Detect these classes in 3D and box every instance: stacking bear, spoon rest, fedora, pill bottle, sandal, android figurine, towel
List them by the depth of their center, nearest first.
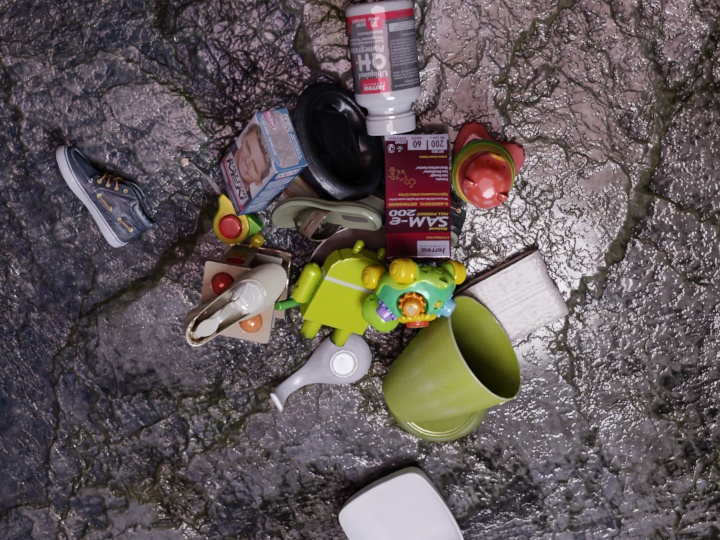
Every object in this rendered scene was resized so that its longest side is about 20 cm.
[{"bbox_3d":[0.196,-0.153,1.307,0.120,0.200,0.115,28,108,-3],"label":"stacking bear"},{"bbox_3d":[0.039,-0.323,1.321,0.109,0.111,0.203,-5,106,8],"label":"pill bottle"},{"bbox_3d":[-0.062,-0.078,1.337,0.198,0.080,0.058,5,70,28],"label":"sandal"},{"bbox_3d":[-0.053,-0.201,1.363,0.091,0.201,0.202,-24,106,47],"label":"fedora"},{"bbox_3d":[-0.023,0.038,1.406,0.180,0.041,0.202,16,118,-25],"label":"android figurine"},{"bbox_3d":[0.252,0.063,1.453,0.198,0.035,0.134,-28,103,14],"label":"towel"},{"bbox_3d":[-0.073,0.184,1.521,0.198,0.061,0.100,-29,103,0],"label":"spoon rest"}]

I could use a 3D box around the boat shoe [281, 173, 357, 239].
[{"bbox_3d":[-0.077,-0.121,1.422,0.066,0.074,0.200,-32,109,38],"label":"boat shoe"}]

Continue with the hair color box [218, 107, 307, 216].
[{"bbox_3d":[-0.162,-0.172,1.340,0.060,0.200,0.101,-17,82,-30],"label":"hair color box"}]

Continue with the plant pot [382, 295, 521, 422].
[{"bbox_3d":[0.137,0.173,1.405,0.199,0.187,0.188,-35,100,31],"label":"plant pot"}]

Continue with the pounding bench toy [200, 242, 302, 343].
[{"bbox_3d":[-0.163,0.043,1.430,0.196,0.156,0.126,11,108,3],"label":"pounding bench toy"}]

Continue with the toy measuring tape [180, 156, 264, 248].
[{"bbox_3d":[-0.249,-0.107,1.442,0.200,0.074,0.074,43,106,-7],"label":"toy measuring tape"}]

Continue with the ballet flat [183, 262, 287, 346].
[{"bbox_3d":[-0.203,0.059,1.322,0.199,0.070,0.070,-34,100,15],"label":"ballet flat"}]

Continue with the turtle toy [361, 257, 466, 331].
[{"bbox_3d":[0.073,0.042,1.326,0.144,0.199,0.103,2,80,-36],"label":"turtle toy"}]

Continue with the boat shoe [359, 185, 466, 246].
[{"bbox_3d":[0.082,-0.108,1.409,0.199,0.074,0.064,22,75,9],"label":"boat shoe"}]

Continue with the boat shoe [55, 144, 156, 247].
[{"bbox_3d":[-0.443,-0.145,1.456,0.090,0.071,0.202,-26,109,12],"label":"boat shoe"}]

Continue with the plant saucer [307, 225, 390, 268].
[{"bbox_3d":[0.000,0.000,1.433,0.197,0.032,0.203,-6,124,-9],"label":"plant saucer"}]

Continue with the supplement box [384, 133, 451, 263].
[{"bbox_3d":[0.091,-0.115,1.342,0.107,0.061,0.204,-1,83,1],"label":"supplement box"}]

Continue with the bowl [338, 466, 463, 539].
[{"bbox_3d":[0.080,0.474,1.573,0.198,0.075,0.201,-30,101,15],"label":"bowl"}]

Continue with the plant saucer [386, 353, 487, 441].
[{"bbox_3d":[0.141,0.229,1.516,0.196,0.031,0.204,2,107,5],"label":"plant saucer"}]
